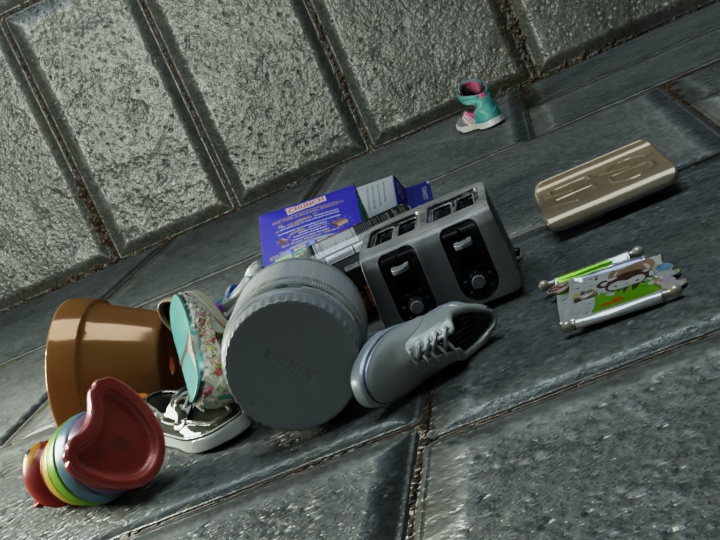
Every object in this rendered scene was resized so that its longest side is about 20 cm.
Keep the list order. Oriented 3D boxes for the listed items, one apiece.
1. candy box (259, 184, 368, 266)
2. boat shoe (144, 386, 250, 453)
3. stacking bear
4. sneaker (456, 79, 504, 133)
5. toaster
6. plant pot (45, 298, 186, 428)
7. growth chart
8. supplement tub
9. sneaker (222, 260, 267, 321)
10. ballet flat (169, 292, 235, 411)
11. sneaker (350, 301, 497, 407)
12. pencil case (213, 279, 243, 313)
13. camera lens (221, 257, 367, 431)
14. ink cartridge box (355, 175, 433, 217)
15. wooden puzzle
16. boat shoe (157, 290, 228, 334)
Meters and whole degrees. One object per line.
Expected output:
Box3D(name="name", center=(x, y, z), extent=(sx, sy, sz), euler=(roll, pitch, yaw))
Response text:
Box3D(name="candy box", center=(-0.064, -0.033, 1.898), extent=(0.168, 0.077, 0.201), euler=(-18, 35, 5))
Box3D(name="boat shoe", center=(-0.204, 0.174, 1.461), extent=(0.071, 0.064, 0.199), euler=(-32, 15, -35))
Box3D(name="stacking bear", center=(-0.320, 0.218, 1.396), extent=(0.200, 0.113, 0.122), euler=(-28, 35, 45))
Box3D(name="sneaker", center=(0.274, -0.407, 3.004), extent=(0.083, 0.121, 0.200), euler=(-28, 11, -19))
Box3D(name="toaster", center=(0.104, -0.016, 1.539), extent=(0.180, 0.119, 0.200), euler=(-22, 12, 10))
Box3D(name="plant pot", center=(-0.311, 0.131, 1.618), extent=(0.139, 0.202, 0.200), euler=(-6, 14, 9))
Box3D(name="growth chart", center=(0.268, 0.018, 1.302), extent=(0.144, 0.018, 0.200), euler=(-22, 12, 8))
Box3D(name="supplement tub", center=(0.000, 0.000, 1.685), extent=(0.199, 0.123, 0.123), euler=(-25, 11, 0))
Box3D(name="sneaker", center=(-0.101, 0.054, 1.559), extent=(0.199, 0.147, 0.080), euler=(-17, 1, 42))
Box3D(name="ballet flat", center=(-0.184, 0.099, 1.456), extent=(0.063, 0.076, 0.200), euler=(6, 33, -23))
Box3D(name="sneaker", center=(0.069, 0.080, 1.291), extent=(0.071, 0.073, 0.200), euler=(-17, 13, 47))
Box3D(name="pencil case", center=(-0.209, 0.083, 1.847), extent=(0.092, 0.086, 0.200), euler=(4, 26, 33))
Box3D(name="camera lens", center=(-0.071, 0.079, 1.366), extent=(0.159, 0.161, 0.200), euler=(-23, 11, 5))
Box3D(name="ink cartridge box", center=(0.026, -0.084, 2.023), extent=(0.199, 0.041, 0.200), euler=(-18, 33, 7))
Box3D(name="wooden puzzle", center=(0.339, -0.111, 1.690), extent=(0.184, 0.047, 0.200), euler=(-23, 16, 9))
Box3D(name="boat shoe", center=(-0.186, 0.096, 1.543), extent=(0.200, 0.074, 0.069), euler=(36, 23, 33))
